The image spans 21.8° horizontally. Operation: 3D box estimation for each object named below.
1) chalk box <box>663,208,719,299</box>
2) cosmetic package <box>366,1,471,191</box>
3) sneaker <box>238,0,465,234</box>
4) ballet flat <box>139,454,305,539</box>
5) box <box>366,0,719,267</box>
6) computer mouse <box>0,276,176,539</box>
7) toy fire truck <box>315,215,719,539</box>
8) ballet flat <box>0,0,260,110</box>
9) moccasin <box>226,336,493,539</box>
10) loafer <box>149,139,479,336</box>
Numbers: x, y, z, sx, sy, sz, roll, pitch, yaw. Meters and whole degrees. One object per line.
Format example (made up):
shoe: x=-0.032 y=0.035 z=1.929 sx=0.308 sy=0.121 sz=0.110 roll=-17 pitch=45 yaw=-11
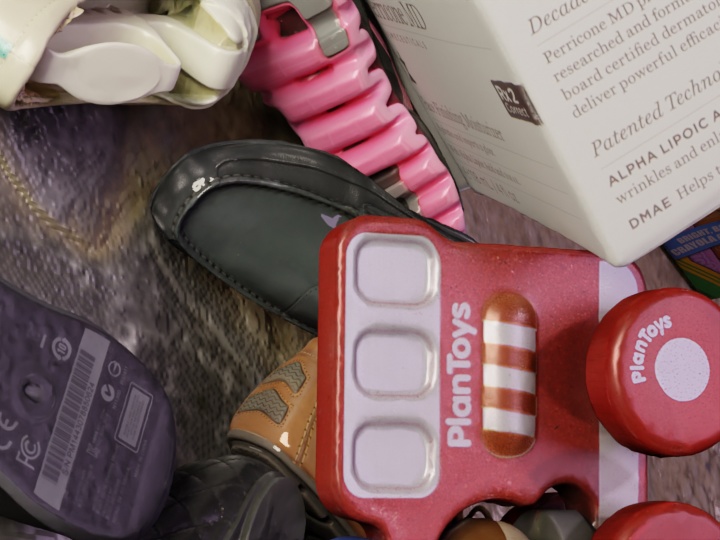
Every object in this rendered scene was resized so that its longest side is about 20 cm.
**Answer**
chalk box: x=0.259 y=-0.089 z=1.313 sx=0.200 sy=0.123 sz=0.126 roll=46 pitch=42 yaw=-43
cosmetic package: x=0.039 y=-0.147 z=0.932 sx=0.107 sy=0.089 sz=0.202 roll=-118 pitch=-169 yaw=-81
sneaker: x=-0.002 y=-0.073 z=0.884 sx=0.096 sy=0.078 sz=0.201 roll=-81 pitch=151 yaw=-63
ballet flat: x=-0.085 y=0.132 z=0.666 sx=0.200 sy=0.056 sz=0.067 roll=-42 pitch=122 yaw=-52
box: x=0.125 y=-0.122 z=0.790 sx=0.131 sy=0.199 sz=0.199 roll=60 pitch=-6 yaw=-16
computer mouse: x=-0.138 y=0.004 z=0.617 sx=0.199 sy=0.046 sz=0.142 roll=32 pitch=54 yaw=-38
toy fire truck: x=0.057 y=0.084 z=0.753 sx=0.166 sy=0.112 sz=0.202 roll=4 pitch=85 yaw=-21
ballet flat: x=-0.084 y=-0.087 z=0.724 sx=0.199 sy=0.069 sz=0.070 roll=-11 pitch=88 yaw=-57
moccasin: x=0.019 y=0.113 z=0.824 sx=0.078 sy=0.073 sz=0.202 roll=-48 pitch=117 yaw=-24
loafer: x=0.000 y=0.000 z=0.801 sx=0.200 sy=0.068 sz=0.071 roll=22 pitch=27 yaw=-38
